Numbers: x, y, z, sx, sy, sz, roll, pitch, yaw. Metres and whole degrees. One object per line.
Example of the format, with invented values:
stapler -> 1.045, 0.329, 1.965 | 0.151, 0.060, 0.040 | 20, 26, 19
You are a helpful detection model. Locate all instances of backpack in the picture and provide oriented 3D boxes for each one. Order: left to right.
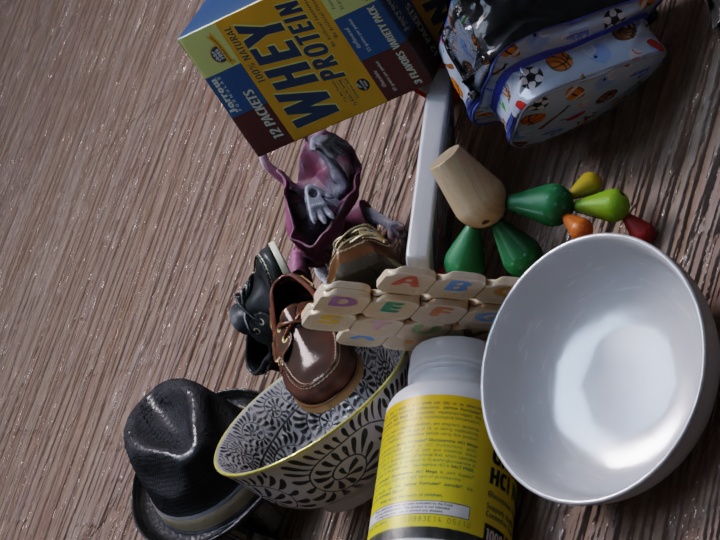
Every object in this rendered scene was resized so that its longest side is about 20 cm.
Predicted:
backpack -> 0.158, -0.193, 1.593 | 0.191, 0.199, 0.155 | 133, 120, -77

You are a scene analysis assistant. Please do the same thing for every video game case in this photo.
video game case -> 0.065, -0.045, 1.678 | 0.182, 0.023, 0.201 | 83, -168, -57

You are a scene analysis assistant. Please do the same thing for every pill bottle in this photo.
pill bottle -> 0.070, 0.159, 1.506 | 0.112, 0.112, 0.201 | -30, 42, 47

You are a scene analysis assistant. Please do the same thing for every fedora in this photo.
fedora -> -0.163, 0.166, 1.797 | 0.200, 0.092, 0.201 | -27, 35, 21

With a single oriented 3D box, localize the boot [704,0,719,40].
boot -> 0.248, -0.251, 1.482 | 0.069, 0.174, 0.200 | -41, 34, 37

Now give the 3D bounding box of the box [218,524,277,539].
box -> -0.156, 0.315, 1.844 | 0.200, 0.049, 0.162 | 7, 74, 62

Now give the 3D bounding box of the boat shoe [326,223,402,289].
boat shoe -> 0.000, 0.000, 1.661 | 0.075, 0.200, 0.074 | -22, 76, 0

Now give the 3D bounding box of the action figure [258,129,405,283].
action figure -> -0.048, -0.040, 1.842 | 0.134, 0.149, 0.200 | -43, -17, -18

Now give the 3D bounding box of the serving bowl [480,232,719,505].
serving bowl -> 0.185, 0.076, 1.399 | 0.200, 0.066, 0.201 | -14, 68, 41

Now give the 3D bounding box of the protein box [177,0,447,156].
protein box -> -0.024, -0.238, 1.721 | 0.198, 0.135, 0.200 | -21, 27, 31

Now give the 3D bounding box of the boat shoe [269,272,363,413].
boat shoe -> -0.049, 0.060, 1.672 | 0.070, 0.070, 0.200 | -33, 20, 1

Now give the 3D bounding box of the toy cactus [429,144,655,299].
toy cactus -> 0.124, -0.035, 1.542 | 0.200, 0.165, 0.102 | -29, 16, 39

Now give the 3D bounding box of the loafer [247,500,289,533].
loafer -> -0.118, 0.199, 1.870 | 0.070, 0.075, 0.200 | -46, 33, -16

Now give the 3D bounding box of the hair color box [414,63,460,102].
hair color box -> 0.074, -0.272, 1.894 | 0.061, 0.101, 0.201 | -32, 41, 45

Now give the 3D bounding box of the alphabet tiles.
alphabet tiles -> 0.057, 0.038, 1.527 | 0.196, 0.199, 0.015 | 127, 147, -66

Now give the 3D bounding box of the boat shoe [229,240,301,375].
boat shoe -> -0.093, 0.043, 1.836 | 0.200, 0.066, 0.075 | 91, 158, -64

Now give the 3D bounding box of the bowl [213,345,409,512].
bowl -> -0.020, 0.148, 1.666 | 0.200, 0.094, 0.201 | -31, 17, 11
